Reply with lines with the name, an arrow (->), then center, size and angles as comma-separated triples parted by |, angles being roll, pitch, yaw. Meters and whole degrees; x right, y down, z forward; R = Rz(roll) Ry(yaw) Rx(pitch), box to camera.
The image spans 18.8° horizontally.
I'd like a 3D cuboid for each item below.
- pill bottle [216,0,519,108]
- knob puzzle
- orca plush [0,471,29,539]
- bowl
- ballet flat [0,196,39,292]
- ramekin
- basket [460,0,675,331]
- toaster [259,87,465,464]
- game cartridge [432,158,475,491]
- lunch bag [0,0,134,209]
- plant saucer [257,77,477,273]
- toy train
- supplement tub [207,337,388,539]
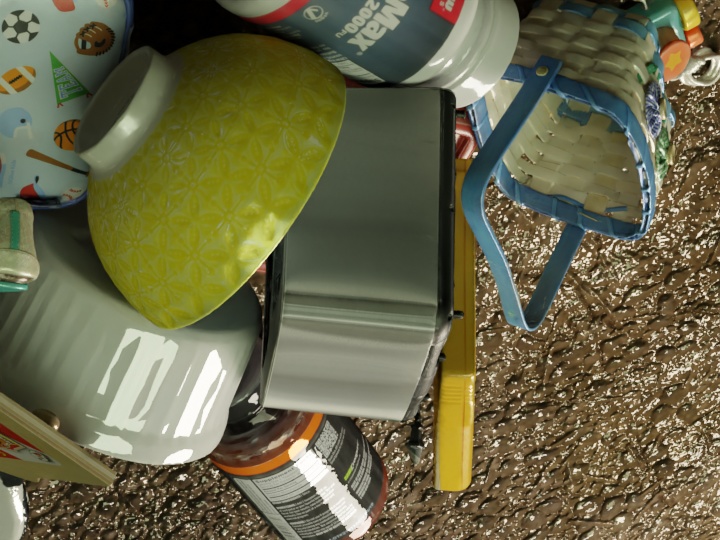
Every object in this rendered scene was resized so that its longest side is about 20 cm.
pill bottle -> 0.007, -0.184, 1.409 | 0.199, 0.120, 0.120 | 25, 116, -40
knob puzzle -> -0.270, 0.077, 1.384 | 0.220, 0.218, 0.031 | 45, 61, -45
orca plush -> -0.295, 0.107, 1.523 | 0.105, 0.071, 0.200 | -32, 122, 26
bowl -> -0.111, -0.076, 1.344 | 0.107, 0.201, 0.200 | 36, 110, -23
ballet flat -> -0.254, -0.012, 1.389 | 0.067, 0.063, 0.199 | 8, 171, -34
ramekin -> -0.163, 0.032, 1.475 | 0.199, 0.201, 0.098 | 14, 115, -35
basket -> 0.136, -0.080, 1.511 | 0.201, 0.138, 0.177 | -57, 150, -20
toaster -> 0.000, 0.000, 1.440 | 0.118, 0.202, 0.181 | 4, 155, -5
game cartridge -> 0.069, 0.040, 1.574 | 0.032, 0.178, 0.200 | 1, 152, 0
lunch bag -> -0.234, -0.122, 1.383 | 0.159, 0.076, 0.201 | 0, 129, -23
plant saucer -> -0.015, -0.064, 1.570 | 0.199, 0.037, 0.200 | 11, 124, -33
toy train -> 0.258, -0.203, 1.562 | 0.149, 0.056, 0.201 | 2, 128, -27
supplement tub -> -0.061, 0.128, 1.674 | 0.106, 0.107, 0.200 | -31, 136, 3
